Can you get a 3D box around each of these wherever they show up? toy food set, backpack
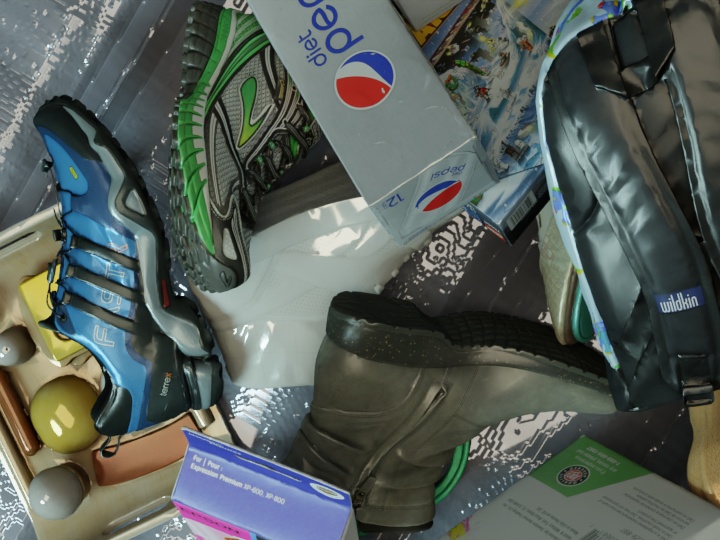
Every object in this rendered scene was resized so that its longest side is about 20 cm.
[{"bbox_3d":[-0.178,0.069,0.970,0.142,0.060,0.202,-26,92,8],"label":"toy food set"},{"bbox_3d":[0.163,-0.055,0.788,0.162,0.154,0.201,-21,120,25],"label":"backpack"}]

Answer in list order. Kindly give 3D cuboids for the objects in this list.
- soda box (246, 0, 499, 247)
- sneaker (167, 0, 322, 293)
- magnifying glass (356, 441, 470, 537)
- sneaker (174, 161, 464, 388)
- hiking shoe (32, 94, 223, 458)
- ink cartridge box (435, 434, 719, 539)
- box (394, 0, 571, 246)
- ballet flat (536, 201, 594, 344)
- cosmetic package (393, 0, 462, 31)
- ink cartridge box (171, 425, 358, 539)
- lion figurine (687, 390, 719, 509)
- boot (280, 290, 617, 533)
[{"bbox_3d":[-0.005,-0.116,0.860,0.068,0.063,0.201,-32,65,4],"label":"soda box"},{"bbox_3d":[-0.064,-0.075,0.894,0.084,0.078,0.202,5,53,-2],"label":"sneaker"},{"bbox_3d":[-0.010,0.149,0.981,0.079,0.022,0.200,41,96,1],"label":"magnifying glass"},{"bbox_3d":[0.000,0.000,0.949,0.198,0.074,0.117,-20,114,-5],"label":"sneaker"},{"bbox_3d":[-0.150,-0.001,0.911,0.086,0.074,0.202,-25,91,-12],"label":"hiking shoe"},{"bbox_3d":[0.095,0.194,0.862,0.199,0.145,0.088,-31,113,-17],"label":"ink cartridge box"},{"bbox_3d":[0.094,-0.133,0.891,0.137,0.040,0.200,39,87,25],"label":"box"},{"bbox_3d":[0.135,-0.058,0.934,0.062,0.067,0.202,19,93,31],"label":"ballet flat"},{"bbox_3d":[0.017,-0.250,0.878,0.107,0.085,0.201,-30,72,6],"label":"cosmetic package"},{"bbox_3d":[-0.049,0.140,0.878,0.094,0.200,0.037,20,69,9],"label":"ink cartridge box"},{"bbox_3d":[0.205,0.084,0.886,0.122,0.201,0.072,30,121,-28],"label":"lion figurine"},{"bbox_3d":[0.052,0.092,0.934,0.198,0.068,0.132,11,107,-18],"label":"boot"}]
